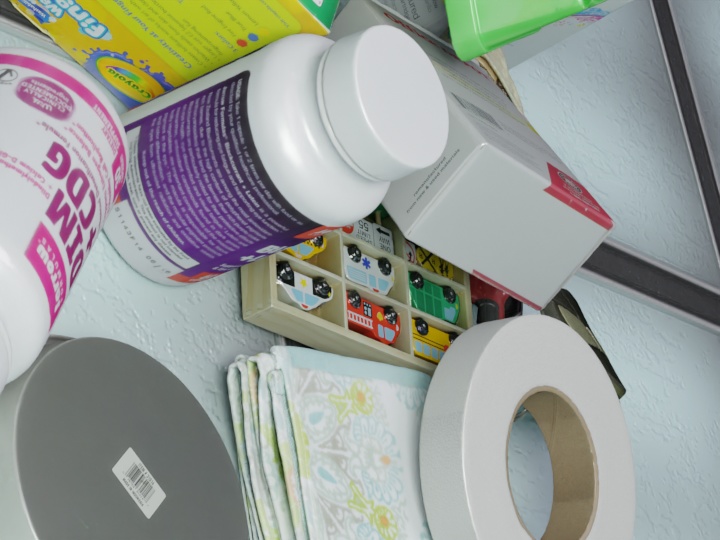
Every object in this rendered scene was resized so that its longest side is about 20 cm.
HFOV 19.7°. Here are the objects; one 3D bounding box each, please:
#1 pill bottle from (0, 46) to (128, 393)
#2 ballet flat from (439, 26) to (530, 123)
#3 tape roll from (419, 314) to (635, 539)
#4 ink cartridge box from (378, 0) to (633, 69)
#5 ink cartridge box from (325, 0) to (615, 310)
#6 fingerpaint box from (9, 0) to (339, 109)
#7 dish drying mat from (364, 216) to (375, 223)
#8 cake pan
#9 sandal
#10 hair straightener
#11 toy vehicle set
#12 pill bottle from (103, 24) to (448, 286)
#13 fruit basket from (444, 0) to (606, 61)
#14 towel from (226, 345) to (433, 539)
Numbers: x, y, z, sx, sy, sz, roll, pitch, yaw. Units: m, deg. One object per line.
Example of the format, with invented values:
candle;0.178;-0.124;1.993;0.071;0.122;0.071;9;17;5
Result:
pill bottle;-0.195;-0.012;1.027;0.113;0.113;0.201;48;35;-23
ballet flat;0.103;-0.088;1.548;0.201;0.067;0.062;63;17;-11
tape roll;0.110;0.130;1.323;0.202;0.037;0.205;17;68;-50
ink cartridge box;0.120;-0.263;1.586;0.144;0.199;0.146;11;58;-52
ink cartridge box;0.060;-0.082;1.401;0.145;0.084;0.200;27;20;-40
fingerpaint box;-0.131;-0.197;1.198;0.200;0.166;0.074;41;47;-30
dish drying mat;0.034;0.034;1.418;0.201;0.018;0.077;61;34;-5
cake pan;-0.130;0.121;1.096;0.200;0.037;0.201;35;41;-37
sandal;0.148;0.075;1.476;0.080;0.057;0.201;62;-2;21
hair straightener;0.105;0.051;1.454;0.201;0.041;0.077;-94;165;-58
toy vehicle set;0.000;0.000;1.356;0.199;0.026;0.125;23;53;-43
pill bottle;-0.051;-0.069;1.185;0.111;0.199;0.112;24;57;-43
fruit basket;0.060;-0.246;1.409;0.217;0.215;0.155;62;29;-1
towel;0.000;0.138;1.267;0.199;0.048;0.173;14;59;-51
